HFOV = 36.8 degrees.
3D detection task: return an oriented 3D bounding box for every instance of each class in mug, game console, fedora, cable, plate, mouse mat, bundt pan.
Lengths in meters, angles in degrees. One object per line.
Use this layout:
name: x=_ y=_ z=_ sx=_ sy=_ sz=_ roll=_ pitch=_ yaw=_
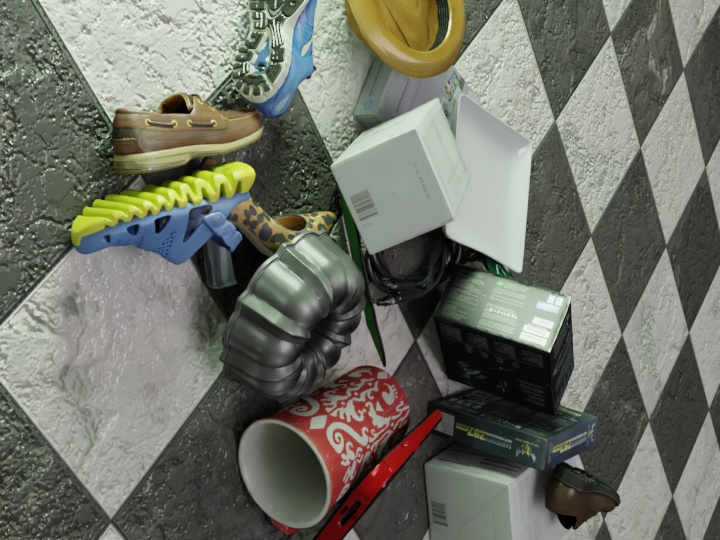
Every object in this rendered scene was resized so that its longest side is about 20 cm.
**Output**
mug: x=-0.047 y=0.211 z=1.315 sx=0.134 sy=0.177 sz=0.199 roll=54 pitch=39 yaw=6
game console: x=0.014 y=0.270 z=1.347 sx=0.177 sy=0.031 sz=0.201 roll=-40 pitch=167 yaw=-52
fedora: x=0.040 y=-0.326 z=1.333 sx=0.198 sy=0.081 sz=0.205 roll=8 pitch=75 yaw=-33
cable: x=0.071 y=-0.042 z=1.458 sx=0.198 sy=0.050 sz=0.167 roll=-13 pitch=106 yaw=-44
plate: x=0.173 y=-0.117 z=1.510 sx=0.199 sy=0.032 sz=0.204 roll=23 pitch=70 yaw=-48
mouse mat: x=0.000 y=0.000 z=1.315 sx=0.007 sy=0.161 sz=0.204 roll=-13 pitch=110 yaw=-4
bundt pan: x=-0.063 y=0.060 z=1.216 sx=0.202 sy=0.075 sz=0.204 roll=-45 pitch=154 yaw=-29

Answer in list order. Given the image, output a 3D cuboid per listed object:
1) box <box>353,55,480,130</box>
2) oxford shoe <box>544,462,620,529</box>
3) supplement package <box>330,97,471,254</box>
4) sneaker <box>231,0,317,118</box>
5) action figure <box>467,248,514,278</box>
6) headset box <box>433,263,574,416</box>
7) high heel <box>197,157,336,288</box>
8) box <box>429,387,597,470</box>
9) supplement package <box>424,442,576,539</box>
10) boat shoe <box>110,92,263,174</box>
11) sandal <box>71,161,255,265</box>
box: x=0.080 y=-0.219 z=1.454 sx=0.200 sy=0.041 sz=0.158 roll=40 pitch=64 yaw=-48
oxford shoe: x=0.319 y=0.337 z=1.590 sx=0.199 sy=0.072 sz=0.086 roll=26 pitch=91 yaw=-49
supplement package: x=0.053 y=-0.115 z=1.271 sx=0.115 sy=0.108 sz=0.200 roll=65 pitch=18 yaw=-12
sneaker: x=-0.088 y=-0.263 z=1.216 sx=0.089 sy=0.077 sz=0.203 roll=62 pitch=41 yaw=-64
action figure: x=0.226 y=0.050 z=1.612 sx=0.202 sy=0.054 sz=0.118 roll=57 pitch=17 yaw=-12
headset box: x=0.207 y=0.103 z=1.524 sx=0.094 sy=0.171 sz=0.201 roll=-61 pitch=154 yaw=-26
high heel: x=-0.101 y=-0.078 z=1.213 sx=0.198 sy=0.071 sz=0.145 roll=-25 pitch=118 yaw=-40
box: x=0.221 y=0.223 z=1.570 sx=0.156 sy=0.198 sz=0.052 roll=-10 pitch=109 yaw=-51
supplement package: x=0.215 y=0.333 z=1.619 sx=0.199 sy=0.149 sz=0.155 roll=-23 pitch=113 yaw=-48
boat shoe: x=-0.173 y=-0.149 z=1.110 sx=0.199 sy=0.071 sz=0.069 roll=-24 pitch=112 yaw=-50
sandal: x=-0.188 y=-0.044 z=1.076 sx=0.197 sy=0.079 sz=0.089 roll=-17 pitch=112 yaw=-27
